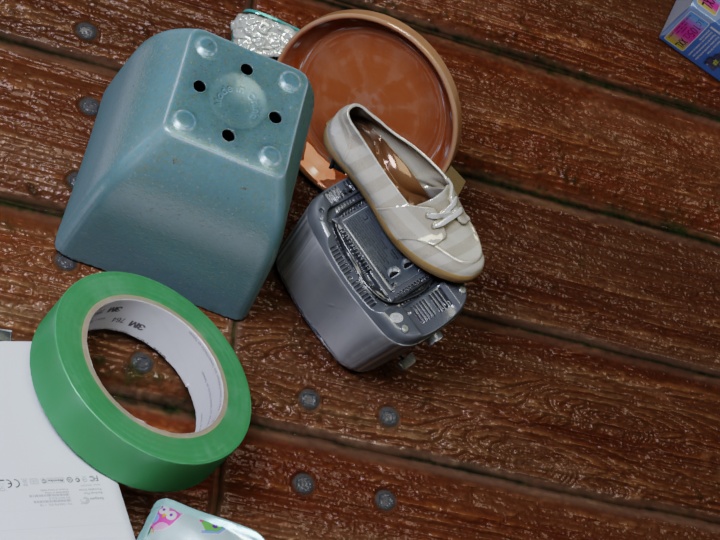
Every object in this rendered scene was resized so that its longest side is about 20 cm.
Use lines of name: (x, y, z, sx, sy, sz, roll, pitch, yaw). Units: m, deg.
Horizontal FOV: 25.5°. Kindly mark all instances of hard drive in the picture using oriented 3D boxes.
hard drive: (-0.272, 0.147, 1.309, 0.131, 0.027, 0.201, 3, 51, -37)

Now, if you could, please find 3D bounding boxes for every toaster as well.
toaster: (0.000, 0.000, 1.508, 0.113, 0.129, 0.201, -32, 83, -34)

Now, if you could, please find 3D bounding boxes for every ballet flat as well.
ballet flat: (-0.044, -0.208, 1.633, 0.198, 0.072, 0.072, 16, 60, -11)

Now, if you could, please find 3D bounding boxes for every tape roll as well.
tape roll: (-0.189, 0.095, 1.379, 0.199, 0.048, 0.202, 29, 36, -23)

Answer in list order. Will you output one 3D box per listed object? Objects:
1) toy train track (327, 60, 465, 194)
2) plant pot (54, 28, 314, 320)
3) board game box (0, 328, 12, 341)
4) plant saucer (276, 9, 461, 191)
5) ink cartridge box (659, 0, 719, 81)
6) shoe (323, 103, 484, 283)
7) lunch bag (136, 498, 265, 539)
toy train track: (0.032, -0.146, 1.623, 0.200, 0.032, 0.115, 45, 59, -26)
plant pot: (-0.143, -0.108, 1.452, 0.194, 0.200, 0.198, 21, 59, -14)
board game box: (-0.399, 0.099, 1.335, 0.198, 0.028, 0.137, 11, 63, -21)
plant saucer: (0.007, -0.158, 1.552, 0.200, 0.200, 0.032, 43, 36, 0)
ink cartridge box: (0.473, -0.284, 1.900, 0.199, 0.076, 0.137, 35, 57, -8)
shoe: (0.043, -0.071, 1.453, 0.200, 0.053, 0.070, 47, 56, 2)
lunch bag: (-0.121, 0.302, 1.289, 0.200, 0.121, 0.171, 41, 52, -27)
